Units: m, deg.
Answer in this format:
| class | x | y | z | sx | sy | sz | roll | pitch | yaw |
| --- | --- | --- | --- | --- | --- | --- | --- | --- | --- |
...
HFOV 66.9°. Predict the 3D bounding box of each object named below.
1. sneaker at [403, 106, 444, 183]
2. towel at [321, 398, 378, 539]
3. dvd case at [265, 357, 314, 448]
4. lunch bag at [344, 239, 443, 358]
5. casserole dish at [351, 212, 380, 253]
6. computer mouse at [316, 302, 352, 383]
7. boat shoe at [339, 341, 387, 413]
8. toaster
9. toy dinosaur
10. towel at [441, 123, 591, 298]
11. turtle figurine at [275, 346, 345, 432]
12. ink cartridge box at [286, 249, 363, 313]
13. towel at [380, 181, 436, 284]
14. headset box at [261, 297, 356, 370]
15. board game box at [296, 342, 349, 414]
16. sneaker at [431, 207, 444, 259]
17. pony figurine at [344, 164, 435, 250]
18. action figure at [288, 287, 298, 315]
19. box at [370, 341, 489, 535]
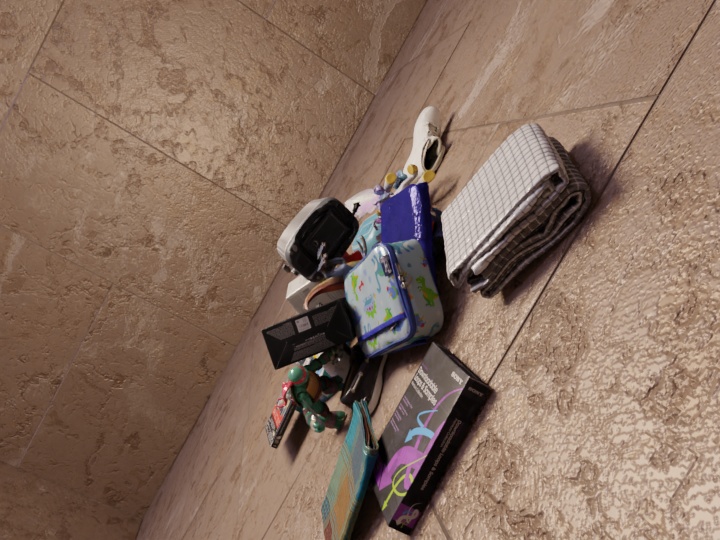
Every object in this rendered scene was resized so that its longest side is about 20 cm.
| class | x | y | z | sx | sy | sz | roll | pitch | yaw |
| --- | --- | --- | --- | --- | --- | --- | --- | --- | --- |
| sneaker | 0.170 | -0.309 | 1.292 | 0.115 | 0.072 | 0.204 | -13 | 60 | 69 |
| towel | -0.020 | 0.308 | 0.788 | 0.147 | 0.021 | 0.204 | -118 | 44 | -75 |
| dvd case | -0.158 | 0.283 | 1.226 | 0.203 | 0.022 | 0.146 | -66 | 13 | -7 |
| lunch bag | 0.048 | 0.051 | 0.883 | 0.200 | 0.081 | 0.164 | -37 | 66 | 61 |
| casserole dish | 0.028 | -0.099 | 1.450 | 0.123 | 0.038 | 0.199 | -66 | 15 | -15 |
| computer mouse | -0.064 | 0.158 | 1.113 | 0.200 | 0.043 | 0.111 | 41 | 105 | 50 |
| boat shoe | 0.007 | 0.162 | 0.974 | 0.074 | 0.060 | 0.202 | -46 | 21 | 44 |
| toaster | -0.091 | -0.076 | 1.156 | 0.201 | 0.113 | 0.129 | -54 | 24 | -9 |
| toy dinosaur | 0.000 | 0.000 | 1.085 | 0.203 | 0.179 | 0.105 | -65 | 19 | 11 |
| towel | 0.197 | -0.075 | 0.717 | 0.201 | 0.085 | 0.167 | -51 | 19 | 30 |
| turtle figurine | -0.076 | 0.203 | 0.948 | 0.201 | 0.099 | 0.152 | 64 | -140 | -59 |
| ink cartridge box | -0.053 | 0.034 | 1.202 | 0.198 | 0.117 | 0.068 | -33 | 24 | 16 |
| towel | 0.087 | -0.036 | 0.948 | 0.147 | 0.049 | 0.205 | -22 | 70 | 62 |
| headset box | -0.081 | 0.109 | 1.007 | 0.146 | 0.079 | 0.200 | -21 | -4 | 3 |
| board game box | -0.082 | 0.206 | 1.236 | 0.151 | 0.046 | 0.202 | -48 | 20 | 43 |
| sneaker | 0.118 | -0.081 | 1.009 | 0.076 | 0.077 | 0.200 | -58 | 14 | 13 |
| pony figurine | 0.068 | -0.137 | 1.168 | 0.192 | 0.168 | 0.200 | -36 | -9 | -8 |
| action figure | -0.141 | 0.101 | 1.334 | 0.201 | 0.103 | 0.195 | -49 | -28 | -25 |
| box | 0.078 | 0.204 | 0.697 | 0.202 | 0.036 | 0.143 | -61 | 14 | 2 |
